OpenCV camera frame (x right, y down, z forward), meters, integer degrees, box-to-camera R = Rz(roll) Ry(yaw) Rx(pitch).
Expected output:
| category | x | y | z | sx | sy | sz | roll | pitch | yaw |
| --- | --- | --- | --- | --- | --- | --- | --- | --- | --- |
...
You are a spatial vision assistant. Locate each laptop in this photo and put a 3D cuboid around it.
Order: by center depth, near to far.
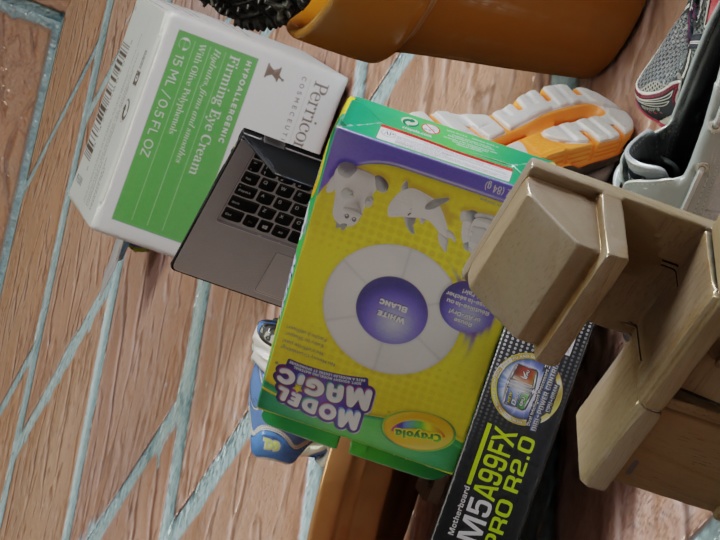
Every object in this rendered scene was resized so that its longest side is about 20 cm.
| category | x | y | z | sx | sy | sz | roll | pitch | yaw |
| --- | --- | --- | --- | --- | --- | --- | --- | --- | --- |
| laptop | 0.000 | 0.000 | 1.545 | 0.116 | 0.186 | 0.200 | -86 | 21 | -46 |

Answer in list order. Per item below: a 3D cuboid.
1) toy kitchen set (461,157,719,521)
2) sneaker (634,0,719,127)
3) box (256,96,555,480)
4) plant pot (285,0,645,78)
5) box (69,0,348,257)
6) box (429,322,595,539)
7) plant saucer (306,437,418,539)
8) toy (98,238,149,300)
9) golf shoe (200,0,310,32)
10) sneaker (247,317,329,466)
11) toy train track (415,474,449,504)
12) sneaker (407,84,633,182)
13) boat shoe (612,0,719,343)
| category | x | y | z | sx | sy | sz | roll | pitch | yaw |
| --- | --- | --- | --- | --- | --- | --- | --- | --- | --- |
| toy kitchen set | 0.133 | 0.053 | 1.041 | 0.181 | 0.162 | 0.201 | -87 | 21 | -47 |
| sneaker | 0.188 | -0.158 | 1.281 | 0.081 | 0.074 | 0.201 | -90 | 23 | -51 |
| box | 0.018 | 0.020 | 1.345 | 0.048 | 0.117 | 0.201 | -67 | -6 | -60 |
| plant pot | 0.075 | -0.203 | 1.533 | 0.200 | 0.182 | 0.202 | -161 | 90 | -74 |
| box | -0.135 | -0.114 | 2.214 | 0.200 | 0.170 | 0.200 | -140 | 70 | -74 |
| box | 0.078 | 0.088 | 1.339 | 0.160 | 0.044 | 0.201 | -7 | -64 | -85 |
| plant saucer | 0.012 | 0.115 | 1.511 | 0.200 | 0.037 | 0.202 | 16 | -90 | -80 |
| toy | -0.230 | -0.061 | 2.745 | 0.201 | 0.047 | 0.116 | -87 | 18 | -55 |
| golf shoe | -0.034 | -0.217 | 1.475 | 0.200 | 0.078 | 0.095 | -49 | 9 | 50 |
| sneaker | -0.032 | 0.073 | 1.526 | 0.200 | 0.075 | 0.078 | 13 | -89 | -76 |
| toy train track | 0.050 | 0.077 | 1.475 | 0.200 | 0.032 | 0.115 | 105 | -174 | -58 |
| sneaker | 0.067 | -0.044 | 1.417 | 0.078 | 0.199 | 0.078 | 47 | 135 | 38 |
| boat shoe | 0.160 | -0.049 | 1.248 | 0.070 | 0.071 | 0.202 | -98 | 28 | -58 |
